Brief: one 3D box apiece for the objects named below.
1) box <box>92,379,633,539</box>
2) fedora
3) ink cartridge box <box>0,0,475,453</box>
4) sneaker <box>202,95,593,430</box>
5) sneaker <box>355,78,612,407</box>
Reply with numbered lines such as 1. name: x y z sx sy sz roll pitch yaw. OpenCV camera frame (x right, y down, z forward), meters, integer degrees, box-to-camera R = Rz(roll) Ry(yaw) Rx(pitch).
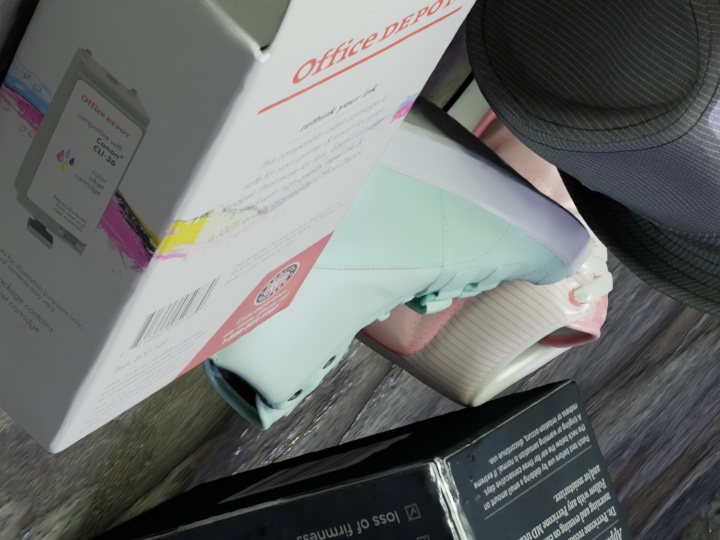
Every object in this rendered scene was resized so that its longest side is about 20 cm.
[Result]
1. box: 0.011 0.170 1.056 0.200 0.197 0.124 -18 -177 33
2. fedora: 0.104 -0.079 0.891 0.090 0.200 0.177 8 119 -37
3. ink cartridge box: -0.036 -0.054 0.735 0.116 0.067 0.200 -32 160 -48
4. sneaker: 0.000 0.000 0.934 0.118 0.074 0.200 -56 149 9
5. sneaker: 0.079 -0.033 1.055 0.200 0.105 0.075 -48 164 -3
